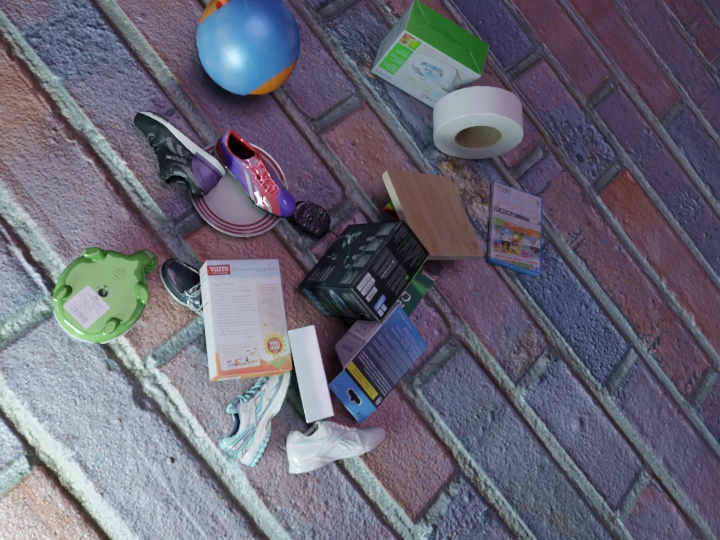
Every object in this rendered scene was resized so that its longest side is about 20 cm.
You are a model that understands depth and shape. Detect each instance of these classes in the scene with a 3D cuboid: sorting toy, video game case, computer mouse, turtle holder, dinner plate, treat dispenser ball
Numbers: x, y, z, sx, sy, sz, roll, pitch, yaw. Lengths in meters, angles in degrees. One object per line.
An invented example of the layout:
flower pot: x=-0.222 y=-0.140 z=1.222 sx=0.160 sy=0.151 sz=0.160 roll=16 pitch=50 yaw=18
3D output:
sorting toy: x=0.137 y=-0.101 z=1.448 sx=0.198 sy=0.070 sz=0.201 roll=0 pitch=61 yaw=-42
video game case: x=0.364 y=-0.098 z=1.627 sx=0.142 sy=0.018 sz=0.202 roll=16 pitch=68 yaw=-22
computer mouse: x=-0.060 y=-0.078 z=1.408 sx=0.199 sy=0.034 sz=0.059 roll=33 pitch=77 yaw=-21
turtle holder: x=-0.420 y=0.031 z=1.136 sx=0.140 sy=0.132 sz=0.187 roll=18 pitch=66 yaw=-19
dinner plate: x=-0.237 y=-0.158 z=1.348 sx=0.198 sy=0.024 sz=0.202 roll=9 pitch=70 yaw=-25
treat dispenser ball: x=-0.216 y=-0.443 z=1.344 sx=0.199 sy=0.201 sz=0.203 roll=8 pitch=71 yaw=-24

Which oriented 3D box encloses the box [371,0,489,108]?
box: x=0.153 y=-0.475 z=1.550 sx=0.199 sy=0.176 sz=0.097 roll=26 pitch=65 yaw=-17

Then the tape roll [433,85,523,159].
tape roll: x=0.261 y=-0.325 z=1.544 sx=0.201 sy=0.202 sz=0.072 roll=9 pitch=70 yaw=-23

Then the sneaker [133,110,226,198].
sneaker: x=-0.350 y=-0.211 z=1.272 sx=0.199 sy=0.076 sz=0.088 roll=36 pitch=75 yaw=5

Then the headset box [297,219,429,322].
headset box: x=0.000 y=0.000 z=1.310 sx=0.093 sy=0.199 sz=0.175 roll=50 pitch=63 yaw=-25

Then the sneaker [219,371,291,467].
sneaker: x=-0.185 y=0.235 z=1.220 sx=0.086 sy=0.078 sz=0.201 roll=25 pitch=65 yaw=-13

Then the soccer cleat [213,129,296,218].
soccer cleat: x=-0.196 y=-0.182 z=1.320 sx=0.200 sy=0.073 sz=0.068 roll=46 pitch=60 yaw=-6

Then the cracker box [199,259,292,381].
cracker box: x=-0.199 y=0.083 z=1.197 sx=0.133 sy=0.058 sz=0.202 roll=-1 pitch=73 yaw=-27

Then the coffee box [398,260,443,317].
coffee box: x=0.076 y=0.027 z=1.430 sx=0.123 sy=0.044 sz=0.200 roll=45 pitch=60 yaw=-7

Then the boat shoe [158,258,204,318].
boat shoe: x=-0.276 y=0.051 z=1.240 sx=0.200 sy=0.062 sz=0.075 roll=49 pitch=60 yaw=-5

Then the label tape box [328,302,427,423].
label tape box: x=0.021 y=0.167 z=1.305 sx=0.200 sy=0.066 sz=0.144 roll=-47 pitch=132 yaw=-13

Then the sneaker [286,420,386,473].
sneaker: x=-0.043 y=0.308 z=1.268 sx=0.199 sy=0.070 sz=0.081 roll=-10 pitch=79 yaw=-28

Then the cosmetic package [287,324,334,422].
cosmetic package: x=-0.087 y=0.185 z=1.211 sx=0.051 sy=0.200 sz=0.152 roll=-14 pitch=80 yaw=-7
